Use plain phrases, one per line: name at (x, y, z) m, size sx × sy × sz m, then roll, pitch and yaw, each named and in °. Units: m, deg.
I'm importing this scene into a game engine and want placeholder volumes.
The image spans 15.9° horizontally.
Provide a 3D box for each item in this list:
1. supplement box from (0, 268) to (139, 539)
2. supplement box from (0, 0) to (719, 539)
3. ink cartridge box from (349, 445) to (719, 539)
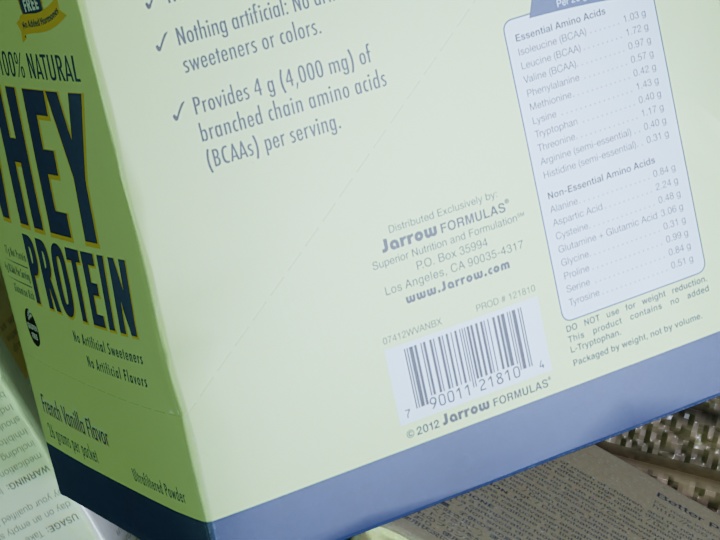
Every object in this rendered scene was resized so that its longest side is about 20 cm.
supplement box at (-0.136, 0.025, 0.886) m, size 0.073 × 0.126 × 0.200 m, roll -26°, pitch 100°, yaw 16°
supplement box at (-0.004, -0.044, 0.767) m, size 0.199 × 0.134 × 0.200 m, roll -19°, pitch 104°, yaw -23°
ink cartridge box at (0.089, 0.131, 0.848) m, size 0.200 × 0.165 × 0.075 m, roll 29°, pitch 107°, yaw 6°
